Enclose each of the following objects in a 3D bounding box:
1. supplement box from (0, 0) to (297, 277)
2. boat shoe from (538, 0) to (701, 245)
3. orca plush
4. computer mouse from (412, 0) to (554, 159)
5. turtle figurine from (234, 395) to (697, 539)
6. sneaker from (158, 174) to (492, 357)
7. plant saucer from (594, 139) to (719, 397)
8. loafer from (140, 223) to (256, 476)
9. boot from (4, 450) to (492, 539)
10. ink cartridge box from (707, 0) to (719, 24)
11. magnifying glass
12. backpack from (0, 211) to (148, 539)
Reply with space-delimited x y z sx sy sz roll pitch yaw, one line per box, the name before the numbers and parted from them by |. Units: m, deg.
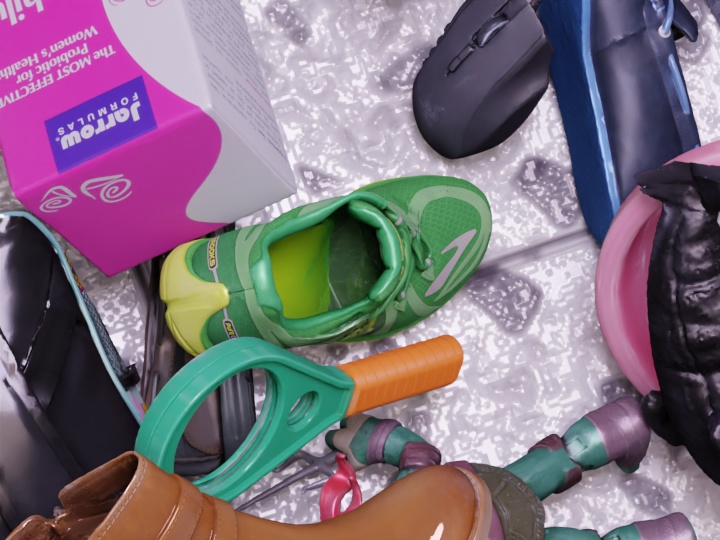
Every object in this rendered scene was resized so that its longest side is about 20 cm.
supplement box | -0.114 -0.115 1.318 0.101 0.103 0.200 -24 63 11
boat shoe | 0.129 -0.111 1.406 0.068 0.084 0.201 -10 98 -14
orca plush | 0.174 0.049 1.302 0.105 0.071 0.200 -2 124 9
computer mouse | 0.079 -0.133 1.359 0.034 0.200 0.059 -1 42 -45
turtle figurine | 0.049 0.128 1.344 0.199 0.101 0.150 -15 85 -15
sneaker | 0.000 0.000 1.333 0.200 0.083 0.074 -19 96 -46
plant saucer | 0.210 0.009 1.346 0.200 0.201 0.051 24 44 -1
loafer | -0.088 -0.003 1.364 0.063 0.072 0.201 -7 84 -1
boot | -0.050 0.120 1.219 0.200 0.074 0.155 -43 124 -6
ink cartridge box | 0.208 -0.128 1.384 0.042 0.119 0.200 -24 84 -15
magnifying glass | -0.024 0.057 1.288 0.022 0.200 0.080 35 120 32
backpack | -0.174 0.096 1.295 0.176 0.153 0.200 -32 87 -14
